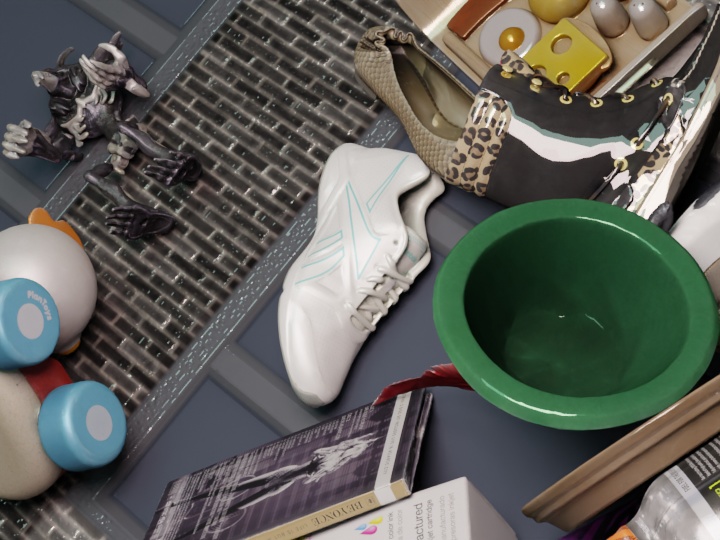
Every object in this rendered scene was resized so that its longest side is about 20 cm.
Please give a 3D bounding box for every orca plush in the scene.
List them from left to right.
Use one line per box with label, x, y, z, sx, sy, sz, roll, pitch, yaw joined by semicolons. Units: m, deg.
orca plush;0.213;-0.021;1.462;0.071;0.105;0.201;-6;63;66

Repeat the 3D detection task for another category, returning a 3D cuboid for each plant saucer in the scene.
plant saucer;0.184;0.097;1.346;0.200;0.200;0.030;-35;80;8

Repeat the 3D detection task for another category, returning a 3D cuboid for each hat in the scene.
hat;0.123;0.068;1.422;0.165;0.176;0.200;-23;53;-16

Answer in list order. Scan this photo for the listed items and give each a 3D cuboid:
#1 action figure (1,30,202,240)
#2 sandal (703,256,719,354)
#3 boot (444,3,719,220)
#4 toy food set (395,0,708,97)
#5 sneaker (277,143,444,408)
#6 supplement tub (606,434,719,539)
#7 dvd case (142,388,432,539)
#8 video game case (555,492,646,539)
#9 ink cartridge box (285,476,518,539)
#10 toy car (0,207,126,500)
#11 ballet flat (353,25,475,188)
action figure;-0.204;-0.115;1.735;0.119;0.102;0.200;-51;52;9
sandal;0.291;-0.010;1.418;0.200;0.055;0.082;-35;77;-2
boot;0.158;-0.106;1.507;0.150;0.073;0.201;25;88;14
toy food set;0.131;-0.186;1.611;0.143;0.060;0.200;-43;50;1
sneaker;0.000;0.000;1.571;0.080;0.070;0.201;3;64;28
supplement tub;0.242;0.135;1.263;0.200;0.123;0.123;-33;51;1
dvd case;-0.051;0.142;1.493;0.199;0.016;0.149;-23;16;15
video game case;0.231;0.189;1.336;0.199;0.036;0.182;-28;48;7
ink cartridge box;-0.002;0.233;1.413;0.199;0.084;0.145;-20;47;20
toy car;-0.240;0.044;1.654;0.184;0.177;0.200;-13;28;39
ballet flat;0.057;-0.117;1.609;0.067;0.047;0.200;-14;41;-27
